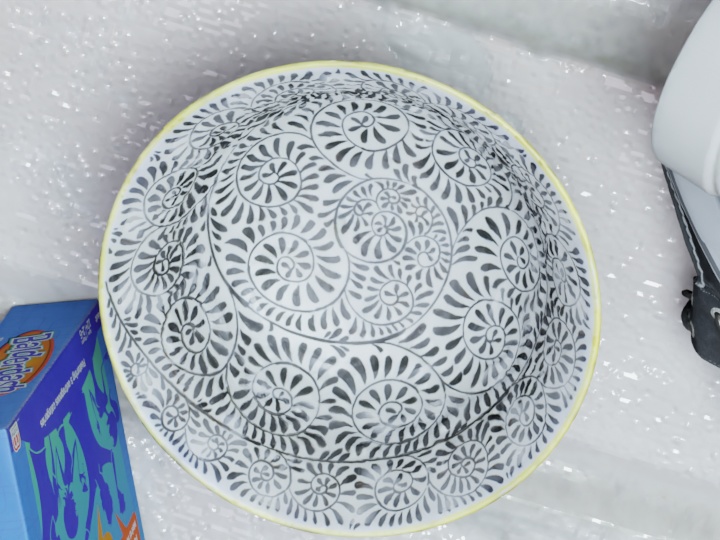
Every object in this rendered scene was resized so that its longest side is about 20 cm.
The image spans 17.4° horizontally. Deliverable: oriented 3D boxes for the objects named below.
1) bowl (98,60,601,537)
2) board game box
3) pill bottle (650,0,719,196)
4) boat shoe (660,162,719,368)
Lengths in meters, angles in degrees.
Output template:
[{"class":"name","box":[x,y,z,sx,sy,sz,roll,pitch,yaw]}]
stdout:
[{"class":"bowl","box":[0.000,0.000,0.967,0.200,0.094,0.201,2,109,7]},{"class":"board game box","box":[-0.131,0.131,1.002,0.045,0.152,0.200,-5,109,10]},{"class":"pill bottle","box":[0.214,-0.032,0.856,0.200,0.114,0.114,33,112,21]},{"class":"boat shoe","box":[0.166,0.022,0.969,0.066,0.070,0.200,-25,99,40]}]
